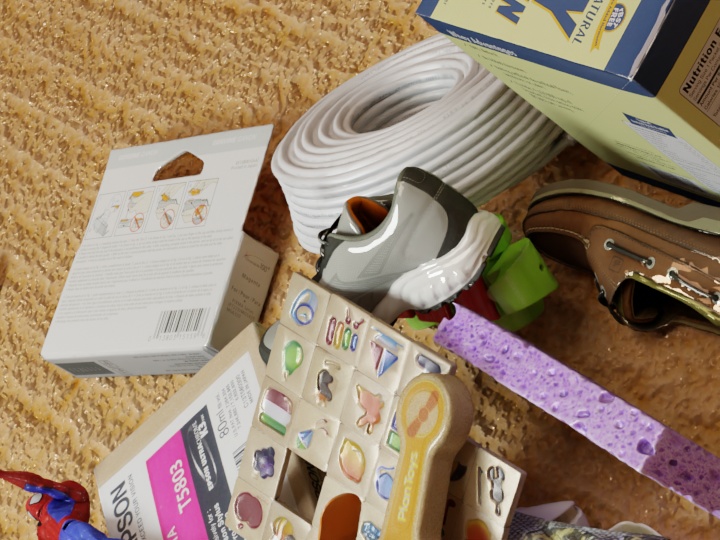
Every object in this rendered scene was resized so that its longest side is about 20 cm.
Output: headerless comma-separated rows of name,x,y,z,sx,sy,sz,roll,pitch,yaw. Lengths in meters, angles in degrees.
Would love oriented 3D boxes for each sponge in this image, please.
sponge,0.134,0.081,1.312,0.030,0.111,0.200,-59,37,0

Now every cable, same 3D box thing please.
cable,0.039,-0.086,1.513,0.200,0.070,0.199,-40,24,-28

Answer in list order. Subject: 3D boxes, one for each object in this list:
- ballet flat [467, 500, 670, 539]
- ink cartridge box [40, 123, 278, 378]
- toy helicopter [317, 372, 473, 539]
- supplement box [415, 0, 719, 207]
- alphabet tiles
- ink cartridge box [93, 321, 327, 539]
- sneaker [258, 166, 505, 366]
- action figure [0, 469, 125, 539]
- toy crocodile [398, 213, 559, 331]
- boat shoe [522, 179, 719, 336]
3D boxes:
ballet flat,0.119,0.163,1.322,0.199,0.072,0.073,8,71,50
ink cartridge box,-0.137,-0.011,1.738,0.199,0.043,0.175,-5,60,47
toy helicopter,0.020,0.155,1.318,0.132,0.078,0.202,10,89,51
supplement box,0.180,-0.135,1.340,0.199,0.199,0.135,24,83,52
alphabet tiles,0.008,0.116,1.366,0.199,0.008,0.169,30,111,37
ink cartridge box,-0.079,0.161,1.526,0.165,0.075,0.201,-42,41,18
sneaker,0.000,0.000,1.416,0.200,0.079,0.074,-37,15,42
action figure,-0.204,0.176,1.530,0.200,0.098,0.066,-150,71,-67
toy crocodile,0.049,0.007,1.480,0.199,0.068,0.062,0,34,49
boat shoe,0.161,-0.004,1.375,0.199,0.072,0.068,10,71,51
